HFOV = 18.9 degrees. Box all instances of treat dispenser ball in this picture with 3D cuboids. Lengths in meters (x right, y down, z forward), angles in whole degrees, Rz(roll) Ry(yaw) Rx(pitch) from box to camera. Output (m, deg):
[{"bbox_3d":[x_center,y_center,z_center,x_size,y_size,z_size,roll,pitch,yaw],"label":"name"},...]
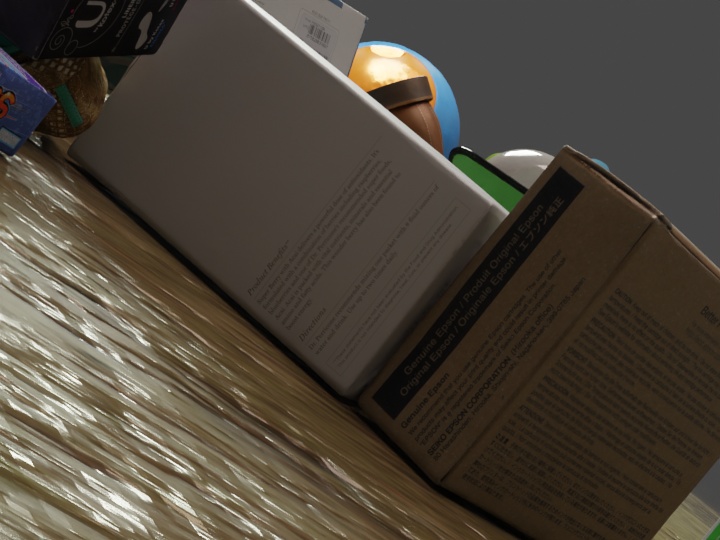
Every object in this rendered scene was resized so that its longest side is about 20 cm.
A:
[{"bbox_3d":[0.017,-0.165,2.523,0.200,0.201,0.201,38,4,-3],"label":"treat dispenser ball"}]

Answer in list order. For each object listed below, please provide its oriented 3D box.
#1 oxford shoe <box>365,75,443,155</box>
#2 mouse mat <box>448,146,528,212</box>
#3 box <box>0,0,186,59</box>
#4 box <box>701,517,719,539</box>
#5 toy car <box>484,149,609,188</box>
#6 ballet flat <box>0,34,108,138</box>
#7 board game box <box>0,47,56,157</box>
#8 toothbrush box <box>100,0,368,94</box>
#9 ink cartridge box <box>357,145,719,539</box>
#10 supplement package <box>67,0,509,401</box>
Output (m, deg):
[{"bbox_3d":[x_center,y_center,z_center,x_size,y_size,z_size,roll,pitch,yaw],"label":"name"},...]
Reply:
[{"bbox_3d":[-0.022,-0.061,1.424,0.071,0.199,0.072,-16,85,-43],"label":"oxford shoe"},{"bbox_3d":[0.102,0.035,1.324,0.161,0.008,0.201,36,-39,27],"label":"mouse mat"},{"bbox_3d":[-0.165,-0.210,1.024,0.200,0.133,0.115,39,22,15],"label":"box"},{"bbox_3d":[0.346,0.255,1.475,0.200,0.097,0.176,37,5,-31],"label":"box"},{"bbox_3d":[0.143,0.011,1.442,0.175,0.149,0.202,106,-31,-70],"label":"toy car"},{"bbox_3d":[-0.175,-0.111,1.134,0.066,0.070,0.200,66,-5,-23],"label":"ballet flat"},{"bbox_3d":[-0.234,-0.138,0.940,0.200,0.035,0.135,41,3,32],"label":"board game box"},{"bbox_3d":[-0.120,-0.155,1.339,0.199,0.086,0.146,12,-9,42],"label":"toothbrush box"},{"bbox_3d":[0.116,0.053,1.087,0.075,0.165,0.200,41,4,38],"label":"ink cartridge box"},{"bbox_3d":[-0.027,-0.037,1.112,0.200,0.122,0.120,41,4,19],"label":"supplement package"}]
